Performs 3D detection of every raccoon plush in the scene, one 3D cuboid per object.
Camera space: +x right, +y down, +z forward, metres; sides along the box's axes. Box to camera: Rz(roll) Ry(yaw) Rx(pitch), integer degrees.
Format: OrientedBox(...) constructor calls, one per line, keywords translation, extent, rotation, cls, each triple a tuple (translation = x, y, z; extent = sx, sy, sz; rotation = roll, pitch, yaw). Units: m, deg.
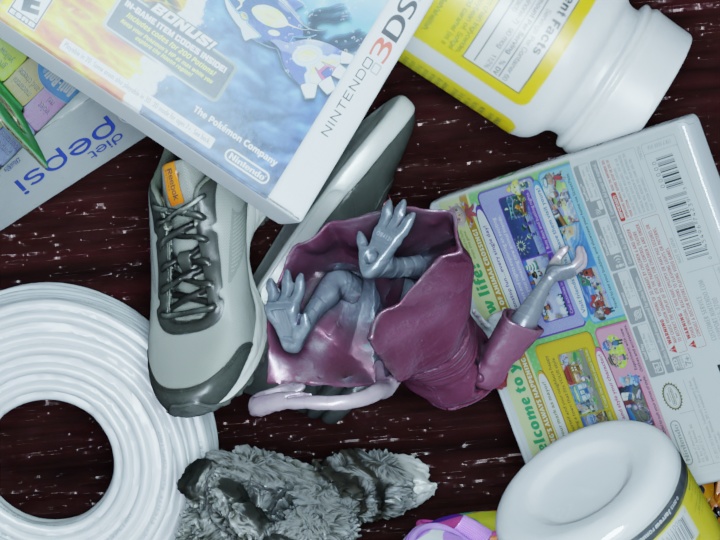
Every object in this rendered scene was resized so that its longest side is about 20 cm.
OrientedBox(translation=(-0.045, 0.182, 1.546), extent=(0.199, 0.097, 0.135), rotation=(4, 121, -37), cls="raccoon plush")

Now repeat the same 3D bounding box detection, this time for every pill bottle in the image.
OrientedBox(translation=(0.081, -0.148, 1.531), extent=(0.199, 0.114, 0.115), rotation=(33, 94, -3), cls="pill bottle")
OrientedBox(translation=(0.164, 0.190, 1.500), extent=(0.112, 0.112, 0.201), rotation=(-30, 117, 2), cls="pill bottle")

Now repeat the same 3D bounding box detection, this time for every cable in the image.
OrientedBox(translation=(-0.184, 0.110, 1.572), extent=(0.199, 0.069, 0.201), rotation=(-34, 94, 2), cls="cable")

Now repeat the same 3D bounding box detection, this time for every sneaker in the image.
OrientedBox(translation=(-0.094, -0.011, 1.519), extent=(0.074, 0.079, 0.201), rotation=(-9, 61, 24), cls="sneaker")
OrientedBox(translation=(0.000, 0.000, 1.569), extent=(0.099, 0.071, 0.201), rotation=(31, 96, -8), cls="sneaker")

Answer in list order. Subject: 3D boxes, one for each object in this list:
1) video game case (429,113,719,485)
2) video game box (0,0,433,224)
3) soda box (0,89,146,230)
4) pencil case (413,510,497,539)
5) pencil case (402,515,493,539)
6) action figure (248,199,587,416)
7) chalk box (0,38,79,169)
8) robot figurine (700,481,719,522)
OrientedBox(translation=(0.146, 0.030, 1.517), extent=(0.181, 0.022, 0.201), rotation=(-17, 96, 38), cls="video game case")
OrientedBox(translation=(-0.069, -0.153, 1.414), extent=(0.199, 0.047, 0.183), rotation=(33, 79, -15), cls="video game box")
OrientedBox(translation=(-0.168, -0.099, 1.546), extent=(0.199, 0.068, 0.064), rotation=(-33, 62, 3), cls="soda box")
OrientedBox(translation=(0.072, 0.241, 1.580), extent=(0.088, 0.088, 0.201), rotation=(1, 94, -1), cls="pencil case")
OrientedBox(translation=(0.002, 0.220, 1.532), extent=(0.084, 0.086, 0.200), rotation=(34, 123, -21), cls="pencil case")
OrientedBox(translation=(0.041, 0.039, 1.471), extent=(0.133, 0.200, 0.150), rotation=(-1, 68, 28), cls="action figure")
OrientedBox(translation=(-0.231, -0.133, 1.474), extent=(0.124, 0.125, 0.200), rotation=(-46, 60, -6), cls="chalk box")
OrientedBox(translation=(0.198, 0.109, 1.581), extent=(0.144, 0.058, 0.201), rotation=(9, 95, 1), cls="robot figurine")
